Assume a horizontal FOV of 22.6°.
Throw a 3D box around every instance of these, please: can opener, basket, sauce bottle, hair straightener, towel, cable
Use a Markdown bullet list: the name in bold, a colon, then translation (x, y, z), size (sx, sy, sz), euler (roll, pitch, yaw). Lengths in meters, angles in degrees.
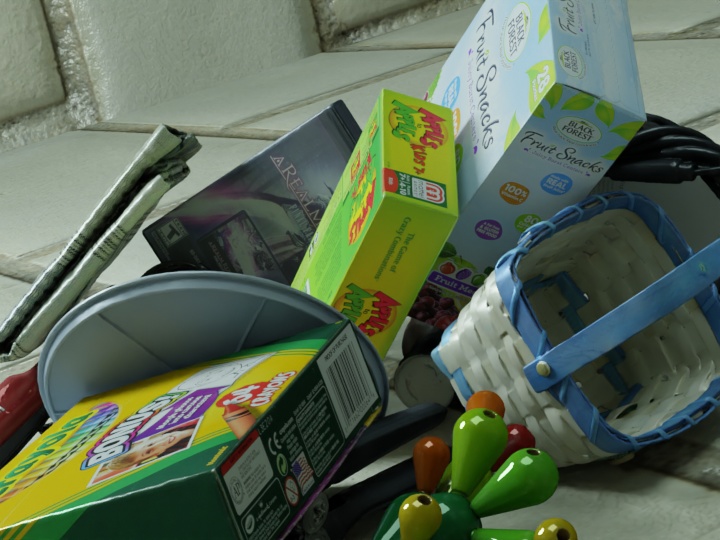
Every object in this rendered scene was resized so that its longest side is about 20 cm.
- **can opener**: translation (-0.011, 0.117, 0.986), size (0.079, 0.063, 0.200), euler (-3, 18, 42)
- **basket**: translation (0.153, 0.022, 0.995), size (0.176, 0.139, 0.200), euler (-27, -12, -42)
- **sauce bottle**: translation (0.062, 0.043, 1.211), size (0.065, 0.065, 0.200), euler (-10, 13, 19)
- **hair straightener**: translation (-0.225, 0.086, 1.275), size (0.041, 0.077, 0.200), euler (26, 55, 15)
- **towel**: translation (-0.178, -0.020, 1.277), size (0.200, 0.035, 0.193), euler (-52, 1, 2)
- **cable**: translation (0.174, -0.025, 1.189), size (0.200, 0.163, 0.051), euler (-21, -24, 9)

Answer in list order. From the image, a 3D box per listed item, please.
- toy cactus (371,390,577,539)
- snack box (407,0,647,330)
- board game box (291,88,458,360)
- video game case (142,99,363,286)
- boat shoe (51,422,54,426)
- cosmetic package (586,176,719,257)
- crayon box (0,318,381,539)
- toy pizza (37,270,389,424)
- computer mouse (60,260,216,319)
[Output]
- **toy cactus**: translation (0.027, 0.139, 0.851), size (0.165, 0.102, 0.200), euler (-31, 13, 10)
- **snack box**: translation (0.090, -0.085, 1.107), size (0.068, 0.200, 0.169), euler (21, 39, -18)
- **board game box**: translation (0.000, 0.000, 1.099), size (0.048, 0.200, 0.102), euler (15, 41, -14)
- **video game case**: translation (-0.047, -0.011, 1.246), size (0.200, 0.143, 0.019), euler (-30, 4, 37)
- **boat shoe**: translation (-0.183, 0.091, 1.212), size (0.072, 0.076, 0.200), euler (-37, 3, 15)
- **cosmetic package**: translation (0.201, -0.045, 1.290), size (0.200, 0.081, 0.113), euler (5, 14, 4)
- **crayon box**: translation (-0.101, 0.102, 0.901), size (0.172, 0.058, 0.200), euler (-16, 12, 22)
- **toy pizza**: translation (-0.083, 0.063, 1.030), size (0.200, 0.200, 0.032), euler (-11, 46, 13)
- **computer mouse**: translation (-0.093, 0.065, 1.207), size (0.200, 0.046, 0.140), euler (26, 38, 23)
